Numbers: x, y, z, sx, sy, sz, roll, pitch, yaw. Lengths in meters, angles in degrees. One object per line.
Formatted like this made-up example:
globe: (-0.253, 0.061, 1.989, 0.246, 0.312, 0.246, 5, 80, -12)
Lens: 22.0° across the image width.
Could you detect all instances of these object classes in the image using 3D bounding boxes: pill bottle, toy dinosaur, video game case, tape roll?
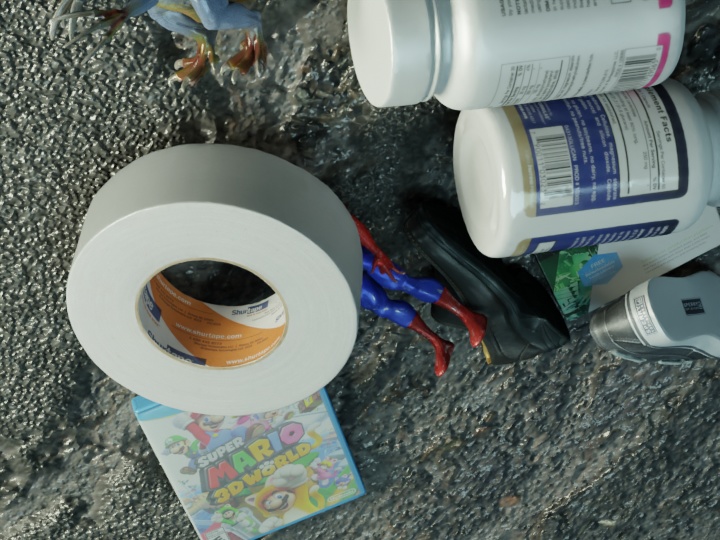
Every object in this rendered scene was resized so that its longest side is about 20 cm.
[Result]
pill bottle: (0.100, -0.166, 1.213, 0.200, 0.113, 0.113, -8, 133, -16)
toy dinosaur: (-0.137, -0.192, 1.145, 0.200, 0.105, 0.182, -52, 127, -25)
video game case: (-0.085, 0.143, 1.489, 0.143, 0.018, 0.200, -21, 135, -2)
pill bottle: (0.174, -0.075, 1.282, 0.200, 0.111, 0.111, -8, 133, -14)
tape roll: (-0.098, 0.009, 1.280, 0.200, 0.066, 0.200, 3, 133, 4)

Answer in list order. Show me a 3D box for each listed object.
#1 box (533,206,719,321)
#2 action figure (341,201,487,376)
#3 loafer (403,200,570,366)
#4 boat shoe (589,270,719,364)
box: (0.187, -0.060, 1.402, 0.144, 0.036, 0.200, -28, 134, 4)
action figure: (0.000, 0.000, 1.339, 0.200, 0.052, 0.065, 38, 129, -15)
loafer: (0.084, 0.019, 1.410, 0.072, 0.073, 0.200, -33, 134, 15)
boat shoe: (0.247, 0.044, 1.483, 0.068, 0.072, 0.200, -23, 168, 31)
